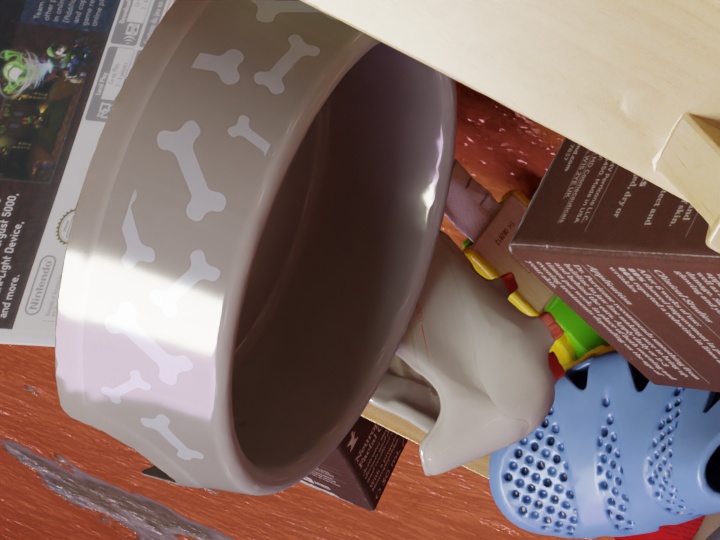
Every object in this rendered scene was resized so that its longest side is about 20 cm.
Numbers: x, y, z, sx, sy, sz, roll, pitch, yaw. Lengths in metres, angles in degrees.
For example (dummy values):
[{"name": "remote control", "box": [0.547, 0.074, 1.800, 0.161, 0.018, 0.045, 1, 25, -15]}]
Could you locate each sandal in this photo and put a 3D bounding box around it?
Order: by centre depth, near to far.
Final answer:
[{"name": "sandal", "box": [0.141, 0.066, 0.989, 0.199, 0.087, 0.080, -16, 101, 22]}]

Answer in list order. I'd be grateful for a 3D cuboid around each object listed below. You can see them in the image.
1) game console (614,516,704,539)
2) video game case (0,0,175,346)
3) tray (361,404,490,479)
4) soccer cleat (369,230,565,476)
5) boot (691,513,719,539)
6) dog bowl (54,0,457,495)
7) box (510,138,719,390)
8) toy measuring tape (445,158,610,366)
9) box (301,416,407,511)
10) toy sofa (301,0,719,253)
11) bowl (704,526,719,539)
[{"name": "game console", "box": [0.237, 0.133, 1.260, 0.199, 0.118, 0.173, 7, 122, 47]}, {"name": "video game case", "box": [-0.114, -0.060, 0.895, 0.181, 0.201, 0.023, 4, -148, -32]}, {"name": "tray", "box": [0.058, 0.056, 1.153, 0.098, 0.037, 0.200, 26, -173, 8]}, {"name": "soccer cleat", "box": [0.000, 0.000, 0.992, 0.200, 0.077, 0.069, 46, 160, 35]}, {"name": "boot", "box": [0.176, 0.140, 1.157, 0.200, 0.070, 0.146, 48, 132, -4]}, {"name": "dog bowl", "box": [-0.028, -0.013, 0.866, 0.058, 0.201, 0.200, 20, 161, 20]}, {"name": "box", "box": [0.160, -0.006, 0.881, 0.100, 0.075, 0.199, 41, 160, -33]}, {"name": "toy measuring tape", "box": [0.049, -0.012, 1.076, 0.200, 0.074, 0.073, 44, 159, -14]}, {"name": "box", "box": [-0.019, 0.033, 1.235, 0.075, 0.101, 0.200, 21, 162, 22]}, {"name": "toy sofa", "box": [0.057, -0.097, 0.793, 0.199, 0.083, 0.098, 28, -154, 2]}, {"name": "bowl", "box": [0.218, 0.157, 1.032, 0.200, 0.091, 0.202, 25, 147, 18]}]
